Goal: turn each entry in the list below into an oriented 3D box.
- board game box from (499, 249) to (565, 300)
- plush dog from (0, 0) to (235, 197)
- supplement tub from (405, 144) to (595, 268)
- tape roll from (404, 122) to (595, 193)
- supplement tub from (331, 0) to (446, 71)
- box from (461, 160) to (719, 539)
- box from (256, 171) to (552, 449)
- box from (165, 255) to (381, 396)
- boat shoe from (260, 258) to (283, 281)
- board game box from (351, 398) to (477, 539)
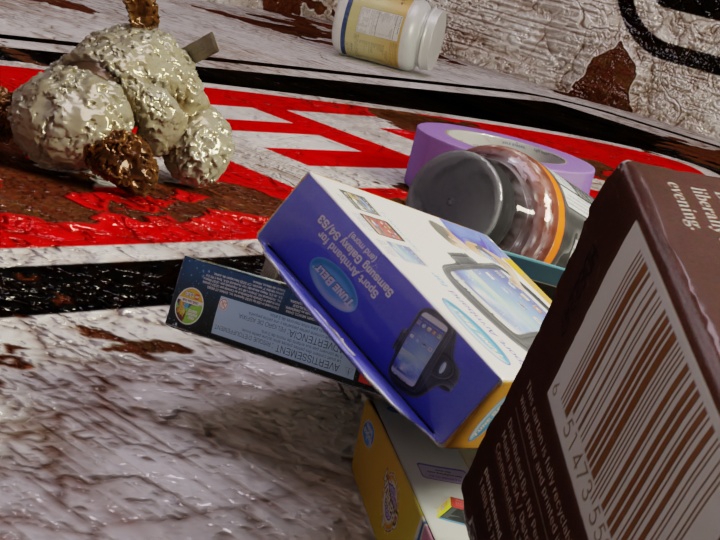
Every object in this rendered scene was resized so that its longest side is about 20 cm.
[{"bbox_3d":[0.104,0.023,0.745,0.200,0.047,0.151,16,-1,20],"label":"board game box"},{"bbox_3d":[-0.223,-0.143,1.165,0.200,0.161,0.172,18,38,18],"label":"plush dog"},{"bbox_3d":[0.107,-0.026,0.960,0.107,0.107,0.200,22,2,32],"label":"supplement tub"},{"bbox_3d":[0.151,-0.105,1.482,0.200,0.066,0.200,13,13,-3],"label":"tape roll"},{"bbox_3d":[0.058,-0.476,2.671,0.200,0.145,0.144,16,14,11],"label":"supplement tub"},{"bbox_3d":[0.159,0.089,0.430,0.200,0.164,0.166,9,38,-14],"label":"box"},{"bbox_3d":[0.041,0.021,0.572,0.119,0.041,0.200,47,14,25],"label":"box"},{"bbox_3d":[0.014,0.041,0.718,0.136,0.038,0.200,14,-2,34],"label":"box"},{"bbox_3d":[0.000,0.000,0.914,0.073,0.075,0.200,19,16,23],"label":"boat shoe"},{"bbox_3d":[0.086,0.121,0.590,0.153,0.040,0.200,10,14,-12],"label":"board game box"}]
